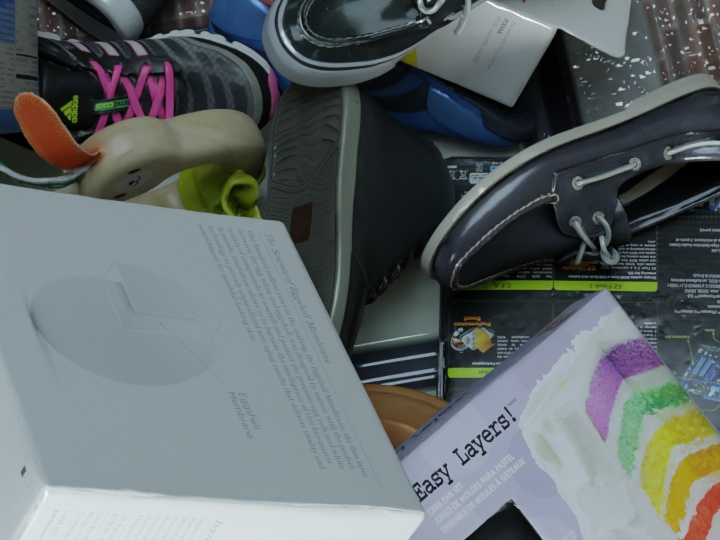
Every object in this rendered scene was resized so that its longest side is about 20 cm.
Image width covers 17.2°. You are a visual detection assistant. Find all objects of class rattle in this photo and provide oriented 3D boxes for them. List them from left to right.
[{"bbox_3d":[-0.110,-0.014,1.265,0.130,0.200,0.143,-13,81,15],"label":"rattle"}]

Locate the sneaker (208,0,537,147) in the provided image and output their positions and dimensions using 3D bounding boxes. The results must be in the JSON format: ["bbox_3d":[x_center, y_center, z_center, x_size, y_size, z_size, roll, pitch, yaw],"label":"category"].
[{"bbox_3d":[0.005,-0.114,1.389,0.200,0.078,0.066,27,31,-1],"label":"sneaker"}]

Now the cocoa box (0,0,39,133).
[{"bbox_3d":[-0.280,-0.136,1.262,0.200,0.133,0.131,0,93,6],"label":"cocoa box"}]

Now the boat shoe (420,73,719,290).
[{"bbox_3d":[0.127,-0.037,1.282,0.200,0.073,0.063,-29,62,-15],"label":"boat shoe"}]

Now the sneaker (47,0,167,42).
[{"bbox_3d":[-0.181,-0.229,1.444,0.200,0.073,0.112,38,69,10],"label":"sneaker"}]

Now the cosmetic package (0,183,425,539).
[{"bbox_3d":[-0.109,0.074,1.118,0.200,0.123,0.199,7,40,-34],"label":"cosmetic package"}]

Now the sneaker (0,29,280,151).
[{"bbox_3d":[-0.148,-0.098,1.356,0.200,0.087,0.074,7,108,11],"label":"sneaker"}]

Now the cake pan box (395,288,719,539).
[{"bbox_3d":[0.103,0.139,1.198,0.200,0.052,0.184,-37,89,-22],"label":"cake pan box"}]

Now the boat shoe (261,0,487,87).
[{"bbox_3d":[0.041,-0.159,1.259,0.199,0.068,0.074,-21,81,-20],"label":"boat shoe"}]

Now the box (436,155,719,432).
[{"bbox_3d":[0.142,0.030,1.315,0.200,0.048,0.193,0,68,4],"label":"box"}]

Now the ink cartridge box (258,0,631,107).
[{"bbox_3d":[0.053,-0.170,1.361,0.200,0.068,0.117,22,42,-7],"label":"ink cartridge box"}]

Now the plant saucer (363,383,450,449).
[{"bbox_3d":[-0.002,0.155,1.245,0.200,0.037,0.200,-3,75,13],"label":"plant saucer"}]

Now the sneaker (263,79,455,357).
[{"bbox_3d":[0.000,0.000,1.281,0.075,0.106,0.200,-6,68,42],"label":"sneaker"}]
